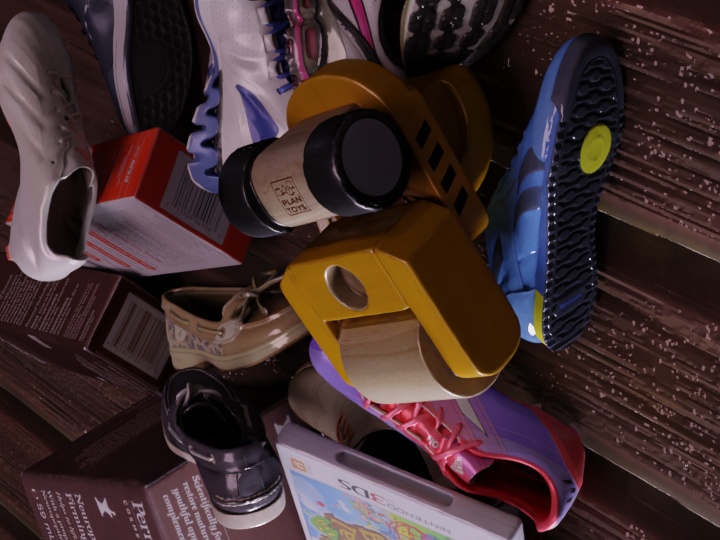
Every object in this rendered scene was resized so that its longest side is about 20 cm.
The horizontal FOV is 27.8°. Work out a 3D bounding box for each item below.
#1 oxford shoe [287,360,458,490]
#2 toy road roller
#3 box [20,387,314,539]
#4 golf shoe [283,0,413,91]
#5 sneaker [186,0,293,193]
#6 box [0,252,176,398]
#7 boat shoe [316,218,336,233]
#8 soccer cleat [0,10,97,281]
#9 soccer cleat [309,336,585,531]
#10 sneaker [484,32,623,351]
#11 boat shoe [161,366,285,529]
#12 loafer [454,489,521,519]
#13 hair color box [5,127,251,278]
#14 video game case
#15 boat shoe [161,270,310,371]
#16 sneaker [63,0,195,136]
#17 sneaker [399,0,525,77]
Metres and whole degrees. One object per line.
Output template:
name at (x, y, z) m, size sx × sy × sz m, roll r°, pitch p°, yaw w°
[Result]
oxford shoe at (0.007, 0.110, 1.052) m, size 0.199 × 0.073 × 0.072 m, roll 11°, pitch 117°, yaw 45°
toy road roller at (0.028, -0.033, 0.869) m, size 0.122 × 0.146 × 0.201 m, roll -10°, pitch 116°, yaw 52°
box at (-0.139, 0.202, 1.182) m, size 0.199 × 0.164 × 0.168 m, roll -5°, pitch 109°, yaw 49°
golf shoe at (-0.008, -0.211, 0.929) m, size 0.091 × 0.073 × 0.203 m, roll -5°, pitch 94°, yaw 3°
sneaker at (-0.052, -0.136, 1.005) m, size 0.114 × 0.080 × 0.201 m, roll 20°, pitch 119°, yaw 27°
box at (-0.247, 0.045, 1.270) m, size 0.199 × 0.076 × 0.100 m, roll 11°, pitch 160°, yaw 47°
boat shoe at (0.000, 0.000, 0.984) m, size 0.064 × 0.072 × 0.202 m, roll -9°, pitch 115°, yaw 7°
soccer cleat at (-0.226, -0.094, 1.073) m, size 0.077 × 0.069 × 0.203 m, roll -6°, pitch 86°, yaw 44°
soccer cleat at (0.053, 0.096, 0.939) m, size 0.199 × 0.077 × 0.067 m, roll 28°, pitch 129°, yaw 0°
sneaker at (0.105, -0.050, 0.873) m, size 0.078 × 0.066 × 0.202 m, roll 31°, pitch 129°, yaw 39°
boat shoe at (-0.103, 0.108, 1.050) m, size 0.200 × 0.072 × 0.063 m, roll -132°, pitch 28°, yaw -60°
loafer at (0.035, 0.181, 1.064) m, size 0.199 × 0.072 × 0.064 m, roll 4°, pitch 117°, yaw 45°
hair color box at (-0.181, -0.048, 1.151) m, size 0.199 × 0.111 × 0.065 m, roll -7°, pitch 58°, yaw 48°
video game case at (0.035, 0.201, 1.018) m, size 0.181 × 0.022 × 0.201 m, roll 20°, pitch 145°, yaw 26°
boat shoe at (-0.099, 0.038, 1.135) m, size 0.199 × 0.073 × 0.063 m, roll -12°, pitch 102°, yaw 50°
sneaker at (-0.207, -0.199, 1.128) m, size 0.145 × 0.077 × 0.205 m, roll 2°, pitch 103°, yaw 38°
sneaker at (0.056, -0.212, 0.863) m, size 0.089 × 0.076 × 0.202 m, roll -119°, pitch 32°, yaw -49°
